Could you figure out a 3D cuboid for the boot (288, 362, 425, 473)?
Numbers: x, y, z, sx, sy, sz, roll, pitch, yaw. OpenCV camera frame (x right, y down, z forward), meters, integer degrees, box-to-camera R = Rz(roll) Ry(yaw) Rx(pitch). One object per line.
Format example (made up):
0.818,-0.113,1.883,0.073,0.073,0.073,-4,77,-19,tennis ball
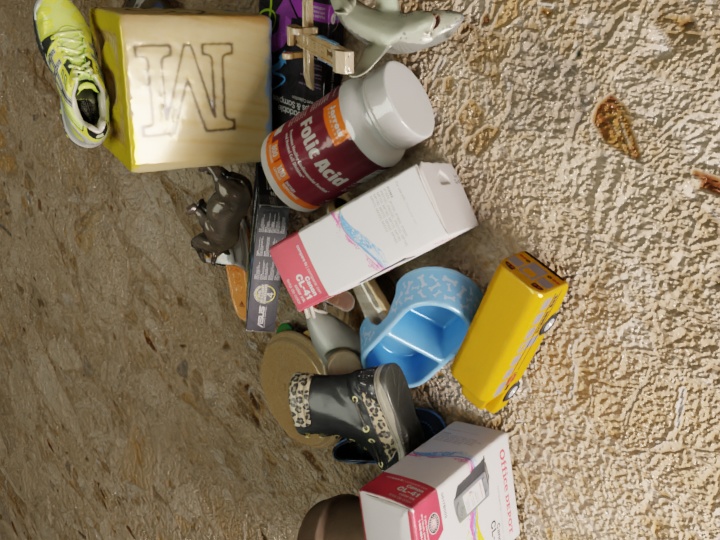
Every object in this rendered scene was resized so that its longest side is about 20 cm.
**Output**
-0.001,0.214,0.924,0.152,0.074,0.206,-5,112,26,boot

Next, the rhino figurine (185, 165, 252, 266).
-0.219,-0.078,1.082,0.087,0.060,0.201,32,131,4,rhino figurine

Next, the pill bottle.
-0.017,-0.160,0.858,0.199,0.114,0.115,-25,86,35,pill bottle

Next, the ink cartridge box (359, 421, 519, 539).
0.099,0.291,0.844,0.085,0.199,0.150,2,107,44,ink cartridge box

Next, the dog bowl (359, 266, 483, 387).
0.070,0.078,0.875,0.111,0.050,0.200,28,133,-12,dog bowl

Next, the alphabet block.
-0.249,-0.257,0.983,0.195,0.198,0.199,31,125,53,alphabet block

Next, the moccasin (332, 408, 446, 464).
0.038,0.250,0.998,0.199,0.068,0.081,-32,81,44,moccasin

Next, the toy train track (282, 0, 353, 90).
-0.059,-0.261,0.831,0.200,0.032,0.116,-133,38,-55,toy train track

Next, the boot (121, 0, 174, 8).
-0.365,-0.384,1.178,0.097,0.074,0.201,49,132,25,boot

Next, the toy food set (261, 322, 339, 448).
-0.090,0.183,1.121,0.197,0.048,0.203,3,107,45,toy food set

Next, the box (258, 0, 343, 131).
-0.085,-0.275,0.959,0.142,0.036,0.202,27,124,37,box

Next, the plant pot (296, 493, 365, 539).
0.036,0.397,0.992,0.174,0.200,0.202,-31,81,27,plant pot

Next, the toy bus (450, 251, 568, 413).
0.161,0.079,0.803,0.065,0.078,0.202,40,129,28,toy bus

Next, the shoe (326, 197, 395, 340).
0.000,0.000,0.942,0.053,0.070,0.202,-29,85,27,shoe

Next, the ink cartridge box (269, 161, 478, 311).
0.018,-0.040,0.810,0.198,0.147,0.086,-25,88,24,ink cartridge box

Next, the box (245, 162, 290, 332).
-0.137,-0.037,1.031,0.162,0.048,0.202,-108,25,-58,box

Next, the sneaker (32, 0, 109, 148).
-0.367,-0.265,0.928,0.076,0.075,0.202,7,115,53,sneaker

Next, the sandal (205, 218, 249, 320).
-0.219,-0.010,1.174,0.079,0.059,0.209,1,105,45,sandal

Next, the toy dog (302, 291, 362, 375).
-0.028,0.067,0.981,0.132,0.095,0.202,-134,24,-64,toy dog

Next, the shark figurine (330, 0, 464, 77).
0.011,-0.295,0.813,0.128,0.089,0.215,-46,69,14,shark figurine
